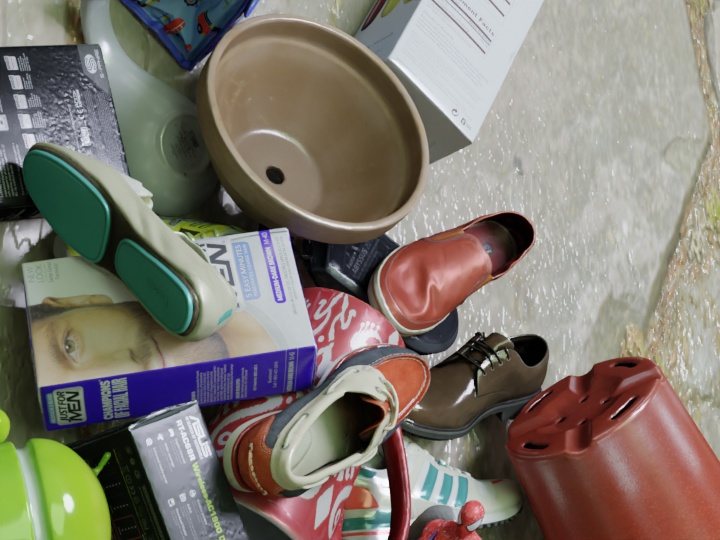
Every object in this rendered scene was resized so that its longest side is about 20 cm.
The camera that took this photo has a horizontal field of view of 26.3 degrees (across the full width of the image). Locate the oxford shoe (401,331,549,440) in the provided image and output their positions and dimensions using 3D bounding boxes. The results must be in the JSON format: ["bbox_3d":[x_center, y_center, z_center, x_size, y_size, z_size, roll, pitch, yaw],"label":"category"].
[{"bbox_3d":[0.090,0.090,1.322,0.072,0.085,0.199,36,32,31],"label":"oxford shoe"}]

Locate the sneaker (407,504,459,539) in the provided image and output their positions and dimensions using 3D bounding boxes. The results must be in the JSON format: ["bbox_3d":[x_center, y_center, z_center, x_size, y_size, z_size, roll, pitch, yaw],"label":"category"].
[{"bbox_3d":[0.075,0.271,1.253,0.080,0.070,0.202,-42,132,-52],"label":"sneaker"}]

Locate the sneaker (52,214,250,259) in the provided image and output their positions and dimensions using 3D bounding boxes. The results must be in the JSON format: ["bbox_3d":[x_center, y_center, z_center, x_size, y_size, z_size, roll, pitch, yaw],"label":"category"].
[{"bbox_3d":[-0.143,-0.016,1.193,0.199,0.076,0.076,4,73,-37],"label":"sneaker"}]

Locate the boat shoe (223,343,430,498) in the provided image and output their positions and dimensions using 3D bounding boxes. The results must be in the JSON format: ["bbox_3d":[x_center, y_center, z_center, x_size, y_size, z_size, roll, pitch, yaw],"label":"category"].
[{"bbox_3d":[-0.009,0.104,1.089,0.199,0.062,0.072,-25,101,-45],"label":"boat shoe"}]

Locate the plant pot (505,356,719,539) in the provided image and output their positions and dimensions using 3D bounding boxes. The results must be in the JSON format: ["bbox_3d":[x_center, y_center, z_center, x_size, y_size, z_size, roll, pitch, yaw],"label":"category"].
[{"bbox_3d":[0.230,0.195,1.319,0.201,0.200,0.196,-42,108,-38],"label":"plant pot"}]

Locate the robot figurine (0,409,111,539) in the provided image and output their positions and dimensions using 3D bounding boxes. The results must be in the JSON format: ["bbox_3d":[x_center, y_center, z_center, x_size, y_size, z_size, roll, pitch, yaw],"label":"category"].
[{"bbox_3d":[-0.253,0.176,0.999,0.198,0.116,0.177,-10,102,-18],"label":"robot figurine"}]

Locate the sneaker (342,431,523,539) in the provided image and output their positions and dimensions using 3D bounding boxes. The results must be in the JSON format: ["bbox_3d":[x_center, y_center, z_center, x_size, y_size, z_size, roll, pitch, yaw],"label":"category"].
[{"bbox_3d":[0.056,0.175,1.287,0.198,0.070,0.094,-4,83,-35],"label":"sneaker"}]

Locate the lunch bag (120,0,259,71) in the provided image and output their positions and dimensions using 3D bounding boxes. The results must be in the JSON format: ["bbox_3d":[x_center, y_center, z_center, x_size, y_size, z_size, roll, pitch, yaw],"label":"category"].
[{"bbox_3d":[-0.084,-0.273,1.243,0.094,0.199,0.151,45,54,-16],"label":"lunch bag"}]

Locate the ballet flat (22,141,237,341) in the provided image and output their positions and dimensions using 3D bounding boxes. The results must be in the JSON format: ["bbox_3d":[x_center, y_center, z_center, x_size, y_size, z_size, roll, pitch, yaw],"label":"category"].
[{"bbox_3d":[-0.160,-0.024,1.090,0.069,0.070,0.200,-26,61,-40],"label":"ballet flat"}]

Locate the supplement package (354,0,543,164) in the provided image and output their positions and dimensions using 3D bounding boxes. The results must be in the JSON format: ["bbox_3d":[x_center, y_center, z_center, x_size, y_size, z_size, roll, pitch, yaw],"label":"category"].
[{"bbox_3d":[0.066,-0.202,1.393,0.109,0.113,0.201,42,53,-20],"label":"supplement package"}]

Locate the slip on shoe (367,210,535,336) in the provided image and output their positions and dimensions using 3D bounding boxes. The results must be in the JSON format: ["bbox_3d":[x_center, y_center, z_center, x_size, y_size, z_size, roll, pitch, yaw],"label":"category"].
[{"bbox_3d":[0.079,-0.004,1.305,0.199,0.061,0.075,-26,84,-43],"label":"slip on shoe"}]

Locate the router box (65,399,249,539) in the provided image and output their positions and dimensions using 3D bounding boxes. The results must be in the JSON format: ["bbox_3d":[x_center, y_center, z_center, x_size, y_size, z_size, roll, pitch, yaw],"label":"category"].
[{"bbox_3d":[-0.139,0.204,1.075,0.062,0.149,0.202,-19,88,-40],"label":"router box"}]

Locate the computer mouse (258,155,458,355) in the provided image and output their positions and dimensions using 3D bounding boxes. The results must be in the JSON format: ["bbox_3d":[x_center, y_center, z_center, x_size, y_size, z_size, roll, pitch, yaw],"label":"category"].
[{"bbox_3d":[0.000,0.000,1.319,0.200,0.053,0.139,44,45,-9],"label":"computer mouse"}]

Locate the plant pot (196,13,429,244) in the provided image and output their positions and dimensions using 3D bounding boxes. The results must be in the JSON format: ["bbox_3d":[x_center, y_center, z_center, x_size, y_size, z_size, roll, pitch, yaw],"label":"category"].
[{"bbox_3d":[-0.051,-0.099,1.239,0.199,0.093,0.203,17,54,-25],"label":"plant pot"}]

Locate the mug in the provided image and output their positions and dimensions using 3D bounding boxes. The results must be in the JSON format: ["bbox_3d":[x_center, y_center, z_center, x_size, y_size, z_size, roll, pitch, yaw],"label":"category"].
[{"bbox_3d":[-0.041,0.137,1.190,0.178,0.132,0.201,53,50,-35],"label":"mug"}]

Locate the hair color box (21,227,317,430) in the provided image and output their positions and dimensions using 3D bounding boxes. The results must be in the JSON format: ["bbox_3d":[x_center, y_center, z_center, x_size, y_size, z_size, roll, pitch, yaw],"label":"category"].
[{"bbox_3d":[-0.139,0.041,1.115,0.198,0.065,0.110,-9,55,-11],"label":"hair color box"}]

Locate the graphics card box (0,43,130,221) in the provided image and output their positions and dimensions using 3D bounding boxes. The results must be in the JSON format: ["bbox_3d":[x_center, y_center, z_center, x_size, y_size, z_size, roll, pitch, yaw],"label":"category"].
[{"bbox_3d":[-0.274,-0.100,1.137,0.199,0.051,0.127,-10,81,-38],"label":"graphics card box"}]

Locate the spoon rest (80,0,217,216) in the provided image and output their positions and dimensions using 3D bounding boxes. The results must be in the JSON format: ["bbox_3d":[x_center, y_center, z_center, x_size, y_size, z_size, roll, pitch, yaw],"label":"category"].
[{"bbox_3d":[-0.173,-0.140,1.234,0.099,0.060,0.202,-33,109,-39],"label":"spoon rest"}]

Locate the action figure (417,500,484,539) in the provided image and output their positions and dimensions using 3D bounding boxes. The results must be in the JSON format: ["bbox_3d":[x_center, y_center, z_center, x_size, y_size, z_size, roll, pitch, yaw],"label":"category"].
[{"bbox_3d":[0.041,0.265,1.160,0.065,0.201,0.099,29,16,15],"label":"action figure"}]
